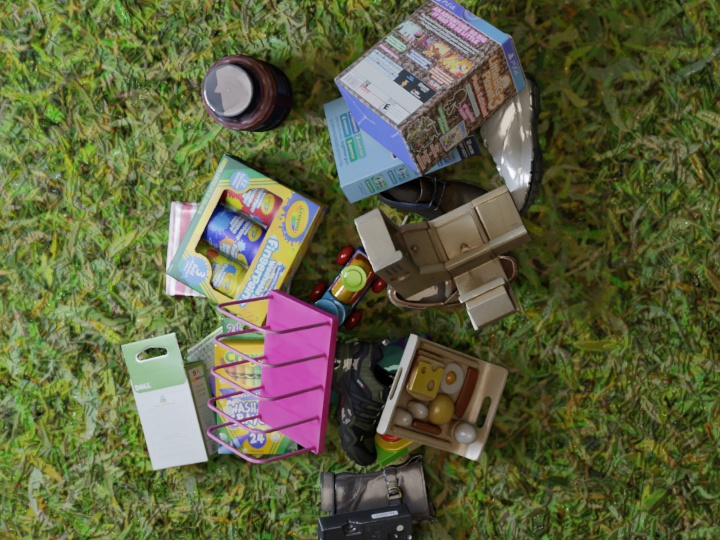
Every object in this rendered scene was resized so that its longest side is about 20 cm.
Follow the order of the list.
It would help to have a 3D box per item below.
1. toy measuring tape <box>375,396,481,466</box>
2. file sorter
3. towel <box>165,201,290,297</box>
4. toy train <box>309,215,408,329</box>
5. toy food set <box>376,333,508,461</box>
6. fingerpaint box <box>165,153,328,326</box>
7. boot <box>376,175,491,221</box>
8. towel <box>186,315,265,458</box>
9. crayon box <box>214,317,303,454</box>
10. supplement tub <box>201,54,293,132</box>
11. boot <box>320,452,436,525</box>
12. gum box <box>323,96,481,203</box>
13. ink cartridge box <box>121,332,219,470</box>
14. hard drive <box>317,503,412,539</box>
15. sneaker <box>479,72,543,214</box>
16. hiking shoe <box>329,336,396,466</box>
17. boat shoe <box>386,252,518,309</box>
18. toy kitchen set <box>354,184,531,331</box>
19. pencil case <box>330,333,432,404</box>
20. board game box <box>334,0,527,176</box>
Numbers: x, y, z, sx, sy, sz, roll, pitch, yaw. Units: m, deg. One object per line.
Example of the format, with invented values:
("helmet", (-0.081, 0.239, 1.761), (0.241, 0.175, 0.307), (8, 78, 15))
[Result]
("toy measuring tape", (0.083, 0.223, 1.763), (0.199, 0.074, 0.074), (-30, 91, -5))
("file sorter", (-0.130, 0.148, 1.633), (0.138, 0.125, 0.202), (22, 111, 43))
("towel", (-0.201, -0.026, 1.792), (0.198, 0.030, 0.148), (5, 96, 8))
("toy train", (0.000, 0.000, 1.720), (0.084, 0.116, 0.201), (37, 100, 3))
("toy food set", (0.120, 0.183, 1.672), (0.060, 0.199, 0.145), (15, 85, 49))
("fingerpaint box", (-0.167, -0.044, 1.736), (0.166, 0.073, 0.201), (29, 97, 7))
("boot", (0.112, -0.099, 1.703), (0.198, 0.097, 0.075), (11, 97, 8))
("towel", (-0.163, 0.172, 1.810), (0.143, 0.023, 0.201), (-34, 90, 11))
("crayon box", (-0.153, 0.173, 1.772), (0.124, 0.052, 0.202), (-1, 95, 9))
("supplement tub", (-0.163, -0.252, 1.677), (0.106, 0.200, 0.108), (1, 95, 8))
("boot", (0.029, 0.381, 1.783), (0.172, 0.069, 0.202), (-4, 102, 1))
("gum box", (0.056, -0.203, 1.679), (0.198, 0.045, 0.171), (-21, 50, 10))
("ink cartridge box", (-0.286, 0.196, 1.800), (0.103, 0.059, 0.202), (-13, 94, 25))
("hard drive", (0.008, 0.448, 1.755), (0.138, 0.038, 0.202), (-8, 114, -12))
("sneaker", (0.218, -0.182, 1.702), (0.086, 0.074, 0.202), (-3, 89, 21))
("hiking shoe", (0.016, 0.191, 1.674), (0.100, 0.076, 0.202), (-7, 116, 7))
("boat shoe", (0.137, 0.020, 1.721), (0.198, 0.072, 0.076), (-16, 94, 4))
("toy kitchen set", (0.131, -0.017, 1.592), (0.199, 0.180, 0.164), (-25, 71, 10))
("pencil case", (0.015, 0.154, 1.745), (0.198, 0.086, 0.093), (-11, 131, 7))
("board game box", (0.096, -0.257, 1.606), (0.200, 0.097, 0.159), (-40, 50, -8))
